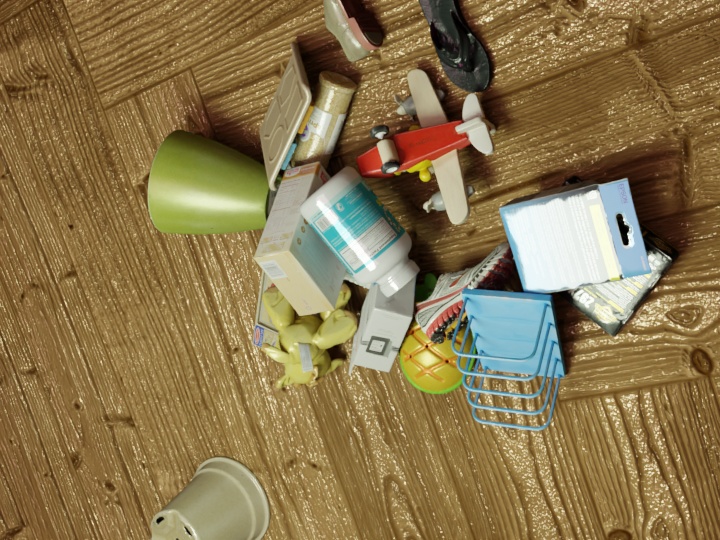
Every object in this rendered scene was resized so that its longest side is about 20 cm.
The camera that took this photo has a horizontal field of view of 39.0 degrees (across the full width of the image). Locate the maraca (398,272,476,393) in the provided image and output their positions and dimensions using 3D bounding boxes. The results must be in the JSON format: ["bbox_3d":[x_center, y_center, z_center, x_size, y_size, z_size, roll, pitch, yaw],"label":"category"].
[{"bbox_3d":[0.129,0.105,1.698,0.137,0.107,0.201,4,87,21],"label":"maraca"}]

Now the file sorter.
[{"bbox_3d":[0.228,0.141,1.571,0.138,0.123,0.200,5,142,23],"label":"file sorter"}]

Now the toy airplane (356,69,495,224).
[{"bbox_3d":[0.118,-0.196,1.603,0.199,0.141,0.200,27,82,11],"label":"toy airplane"}]

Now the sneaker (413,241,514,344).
[{"bbox_3d":[0.165,0.021,1.627,0.200,0.078,0.082,-41,58,-1],"label":"sneaker"}]

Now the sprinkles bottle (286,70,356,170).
[{"bbox_3d":[-0.068,-0.236,1.732,0.068,0.068,0.200,33,119,20],"label":"sprinkles bottle"}]

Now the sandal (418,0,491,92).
[{"bbox_3d":[0.135,-0.363,1.574,0.075,0.048,0.201,-26,90,35],"label":"sandal"}]

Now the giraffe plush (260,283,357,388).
[{"bbox_3d":[-0.092,0.131,1.805,0.172,0.201,0.162,6,145,3],"label":"giraffe plush"}]

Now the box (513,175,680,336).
[{"bbox_3d":[0.355,-0.023,1.546,0.200,0.049,0.160,39,124,16],"label":"box"}]

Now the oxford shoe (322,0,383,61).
[{"bbox_3d":[-0.043,-0.433,1.653,0.075,0.070,0.200,-29,88,41],"label":"oxford shoe"}]

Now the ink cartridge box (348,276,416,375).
[{"bbox_3d":[0.037,0.087,1.715,0.066,0.116,0.200,13,139,-5],"label":"ink cartridge box"}]

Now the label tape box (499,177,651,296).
[{"bbox_3d":[0.320,-0.052,1.491,0.199,0.066,0.144,-12,100,33],"label":"label tape box"}]

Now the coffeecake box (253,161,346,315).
[{"bbox_3d":[-0.084,-0.053,1.688,0.073,0.200,0.154,-10,136,29],"label":"coffeecake box"}]

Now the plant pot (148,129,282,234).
[{"bbox_3d":[-0.245,-0.142,1.812,0.199,0.187,0.188,11,112,15],"label":"plant pot"}]

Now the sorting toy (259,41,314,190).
[{"bbox_3d":[-0.123,-0.261,1.720,0.036,0.185,0.200,11,123,-19],"label":"sorting toy"}]

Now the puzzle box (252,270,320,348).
[{"bbox_3d":[-0.132,0.070,1.897,0.133,0.025,0.201,21,116,26],"label":"puzzle box"}]

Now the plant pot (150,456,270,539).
[{"bbox_3d":[-0.316,0.507,2.057,0.200,0.183,0.201,10,111,29],"label":"plant pot"}]

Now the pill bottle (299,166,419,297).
[{"bbox_3d":[0.005,-0.056,1.597,0.111,0.111,0.200,-36,96,35],"label":"pill bottle"}]

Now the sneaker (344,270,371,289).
[{"bbox_3d":[0.000,0.000,1.765,0.200,0.070,0.080,-2,125,39],"label":"sneaker"}]
